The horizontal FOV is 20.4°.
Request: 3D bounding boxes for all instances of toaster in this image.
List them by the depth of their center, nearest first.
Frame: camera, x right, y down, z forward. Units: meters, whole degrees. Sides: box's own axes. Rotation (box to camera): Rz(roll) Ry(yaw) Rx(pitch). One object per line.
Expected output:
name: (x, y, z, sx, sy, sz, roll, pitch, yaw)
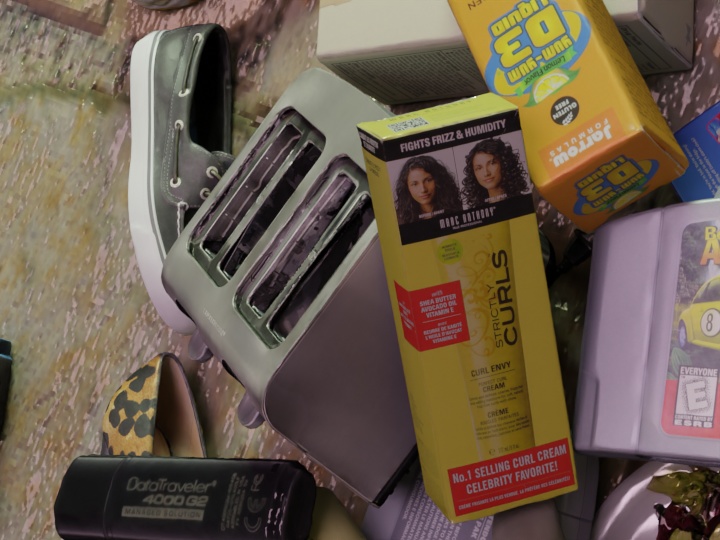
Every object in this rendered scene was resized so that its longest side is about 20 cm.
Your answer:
toaster: (0.000, 0.000, 1.098, 0.201, 0.118, 0.181, -53, 34, 6)

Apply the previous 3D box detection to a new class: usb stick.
usb stick: (-0.102, 0.131, 1.117, 0.199, 0.033, 0.056, -4, 65, 44)

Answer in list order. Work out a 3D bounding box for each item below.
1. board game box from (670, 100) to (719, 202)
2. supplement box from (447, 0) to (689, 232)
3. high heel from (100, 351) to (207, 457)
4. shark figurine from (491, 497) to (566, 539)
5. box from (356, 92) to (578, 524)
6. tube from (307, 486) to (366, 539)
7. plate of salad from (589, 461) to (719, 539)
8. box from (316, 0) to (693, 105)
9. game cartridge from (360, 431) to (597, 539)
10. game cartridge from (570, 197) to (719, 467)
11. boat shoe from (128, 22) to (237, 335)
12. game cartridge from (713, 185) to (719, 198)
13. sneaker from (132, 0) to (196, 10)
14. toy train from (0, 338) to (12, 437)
board game box: (0.258, -0.018, 1.036, 0.134, 0.045, 0.201, -36, 64, 18)
supplement box: (0.093, -0.123, 1.027, 0.066, 0.069, 0.201, -32, 63, 16)
high heel: (-0.091, 0.138, 1.173, 0.199, 0.071, 0.144, 22, 96, 41)
shark figurine: (0.125, 0.177, 0.946, 0.214, 0.090, 0.128, 25, 64, 32)
box: (0.054, 0.019, 0.989, 0.075, 0.050, 0.202, -13, 107, -10)
tube: (0.014, 0.200, 1.048, 0.052, 0.058, 0.200, -37, 55, -2)
plate of salad: (0.191, 0.183, 1.026, 0.199, 0.048, 0.202, -7, 75, 28)
box: (0.083, -0.153, 1.136, 0.198, 0.095, 0.078, -4, 75, 26)
game cartridge: (0.053, 0.171, 1.092, 0.133, 0.040, 0.201, 21, 90, 45)
game cartridge: (0.201, 0.031, 0.972, 0.199, 0.041, 0.134, 2, 76, 30)
boat shoe: (-0.098, -0.062, 1.235, 0.066, 0.070, 0.202, -16, 64, 26)
game cartridge: (0.253, 0.016, 0.985, 0.199, 0.040, 0.134, 27, 96, 31)
sneaker: (-0.084, -0.224, 1.248, 0.199, 0.088, 0.076, -24, 67, 21)
toy train: (-0.296, 0.123, 1.289, 0.113, 0.087, 0.202, 4, 80, 23)
